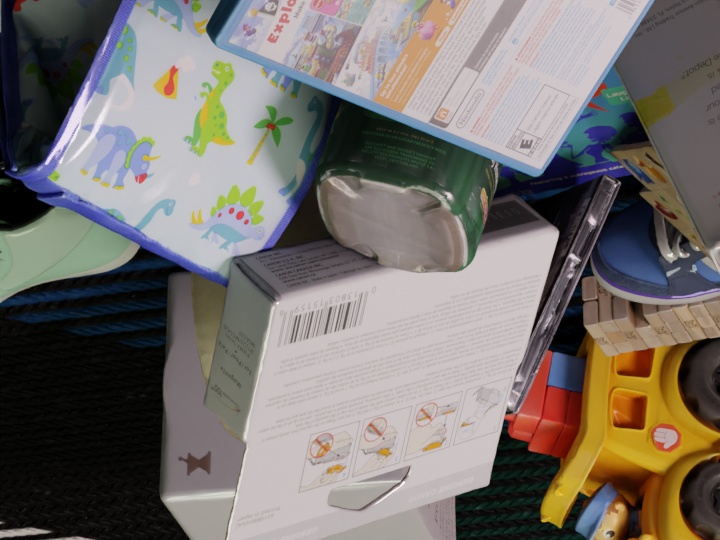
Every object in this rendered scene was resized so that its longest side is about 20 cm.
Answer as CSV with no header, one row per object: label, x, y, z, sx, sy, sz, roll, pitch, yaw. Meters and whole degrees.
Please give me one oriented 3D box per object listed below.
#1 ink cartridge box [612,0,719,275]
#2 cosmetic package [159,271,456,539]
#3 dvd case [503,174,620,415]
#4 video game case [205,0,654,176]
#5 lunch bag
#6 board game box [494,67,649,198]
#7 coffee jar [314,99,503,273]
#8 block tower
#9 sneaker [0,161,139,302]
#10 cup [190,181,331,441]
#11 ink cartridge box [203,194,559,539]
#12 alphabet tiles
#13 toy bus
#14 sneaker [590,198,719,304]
ink cartridge box,0.209,-0.100,1.476,0.145,0.200,0.083,-27,149,8
cosmetic package,-0.030,0.108,1.979,0.166,0.167,0.200,-5,154,11
dvd case,0.093,0.023,1.765,0.016,0.149,0.200,26,169,-10
video game case,0.044,-0.135,1.376,0.200,0.018,0.143,20,112,-34
lunch bag,-0.097,-0.108,1.486,0.127,0.200,0.170,-6,157,39
board game box,0.099,-0.110,1.671,0.152,0.045,0.200,-11,152,21
coffee jar,0.045,-0.106,1.506,0.085,0.200,0.104,13,157,12
block tower,0.245,0.006,1.900,0.200,0.054,0.058,-10,153,18
sneaker,-0.247,-0.021,1.814,0.200,0.074,0.118,-19,156,15
cup,0.000,0.000,1.700,0.143,0.200,0.200,0,155,16
ink cartridge box,0.005,0.058,1.581,0.200,0.044,0.174,-14,131,-38
alphabet tiles,0.215,-0.015,1.641,0.167,0.008,0.200,42,175,-6
toy bus,0.180,0.126,1.997,0.192,0.200,0.136,11,152,-5
sneaker,0.222,-0.048,1.757,0.200,0.081,0.146,-9,153,14
